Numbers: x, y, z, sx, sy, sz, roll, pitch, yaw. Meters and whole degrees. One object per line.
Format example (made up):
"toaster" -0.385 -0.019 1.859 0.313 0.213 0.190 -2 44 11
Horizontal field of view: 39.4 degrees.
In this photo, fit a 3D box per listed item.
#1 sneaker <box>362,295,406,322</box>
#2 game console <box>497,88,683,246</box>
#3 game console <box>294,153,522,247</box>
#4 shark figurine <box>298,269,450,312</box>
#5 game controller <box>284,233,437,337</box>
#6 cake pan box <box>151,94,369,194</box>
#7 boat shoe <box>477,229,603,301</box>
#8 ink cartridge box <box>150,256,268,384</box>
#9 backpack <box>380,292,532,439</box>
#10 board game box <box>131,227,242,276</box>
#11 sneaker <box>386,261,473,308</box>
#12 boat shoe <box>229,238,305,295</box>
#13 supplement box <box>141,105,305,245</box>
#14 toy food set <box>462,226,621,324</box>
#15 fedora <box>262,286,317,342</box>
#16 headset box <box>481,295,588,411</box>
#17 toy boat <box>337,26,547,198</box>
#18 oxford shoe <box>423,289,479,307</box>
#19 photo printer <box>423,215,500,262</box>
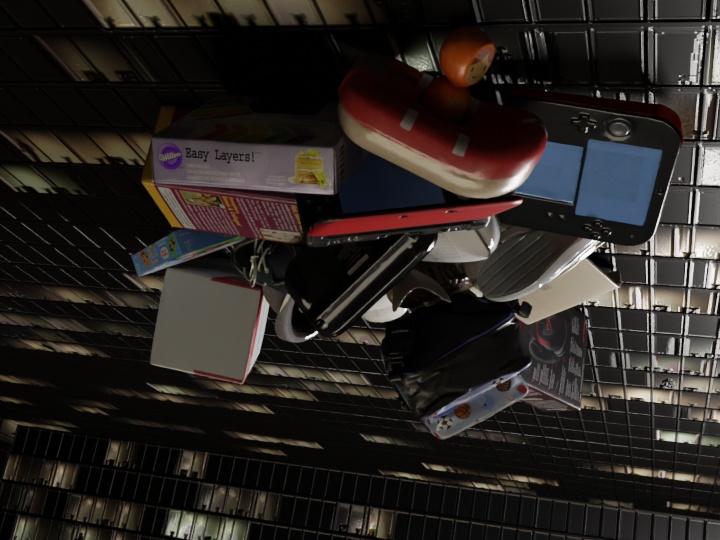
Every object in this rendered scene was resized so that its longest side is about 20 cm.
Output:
"sneaker" -0.024 0.043 1.560 0.196 0.075 0.116 2 155 19
"game console" 0.232 -0.102 1.043 0.173 0.031 0.202 7 144 9
"game console" 0.038 -0.092 1.002 0.196 0.175 0.120 -6 146 -12
"shark figurine" 0.013 -0.014 1.218 0.212 0.131 0.089 -2 176 44
"game controller" -0.004 -0.015 1.137 0.200 0.105 0.042 -43 162 25
"cake pan box" -0.087 -0.130 0.999 0.181 0.053 0.200 7 -158 12
"boat shoe" 0.231 -0.020 1.189 0.199 0.075 0.066 -34 148 30
"ink cartridge box" -0.219 0.067 1.524 0.142 0.148 0.200 11 -172 0
"backpack" 0.118 0.112 1.296 0.197 0.156 0.191 -22 -162 -8
"board game box" -0.208 -0.042 1.347 0.149 0.037 0.199 -21 -177 -29
"sneaker" 0.106 -0.002 1.325 0.075 0.072 0.199 -25 173 36
"boat shoe" -0.115 -0.014 1.272 0.061 0.076 0.199 11 -177 -23
"supplement box" -0.136 -0.109 1.173 0.196 0.105 0.131 9 159 9
"toy food set" 0.241 -0.004 1.323 0.142 0.061 0.199 -24 145 29
"fedora" -0.076 0.003 1.416 0.090 0.176 0.202 38 143 22
"headset box" 0.247 0.108 1.482 0.198 0.151 0.074 26 155 -38
"toy boat" 0.084 -0.160 0.925 0.197 0.131 0.132 25 122 -3
"oxford shoe" 0.130 0.033 1.484 0.070 0.075 0.200 -31 166 9
"photo printer" 0.077 -0.070 1.211 0.163 0.071 0.200 3 159 25
